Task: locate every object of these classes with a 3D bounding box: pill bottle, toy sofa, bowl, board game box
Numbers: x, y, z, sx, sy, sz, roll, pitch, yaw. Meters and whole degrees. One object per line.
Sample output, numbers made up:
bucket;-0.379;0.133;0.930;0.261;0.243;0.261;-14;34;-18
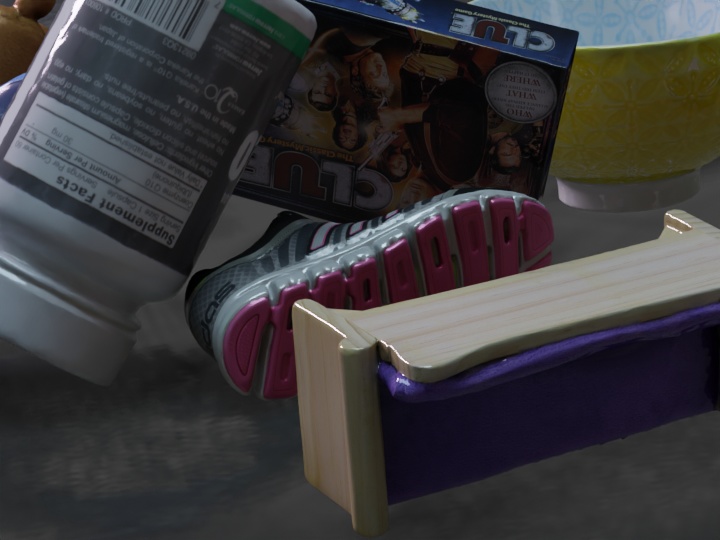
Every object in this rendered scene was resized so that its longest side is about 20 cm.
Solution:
pill bottle;-0.113;-0.056;1.263;0.113;0.200;0.113;28;0;0
toy sofa;0.079;0.044;1.100;0.199;0.083;0.098;-14;23;-25
bowl;0.146;-0.094;1.496;0.199;0.108;0.200;-5;17;2
board game box;0.001;-0.083;1.365;0.199;0.136;0.035;15;42;7

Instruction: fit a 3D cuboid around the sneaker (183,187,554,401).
sneaker;0.000;0.000;1.284;0.200;0.074;0.087;-21;28;-29

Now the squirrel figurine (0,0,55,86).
squirrel figurine;-0.172;-0.085;1.460;0.199;0.142;0.187;21;-17;-2

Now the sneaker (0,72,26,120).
sneaker;-0.213;-0.030;1.312;0.200;0.082;0.074;-43;63;-9
